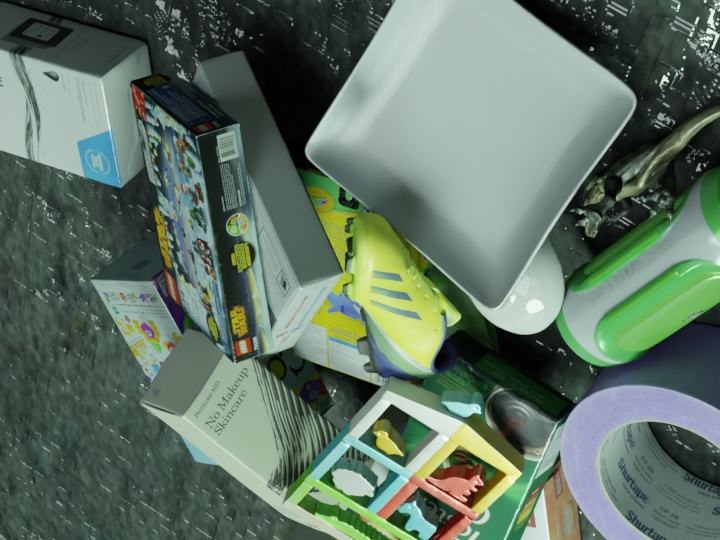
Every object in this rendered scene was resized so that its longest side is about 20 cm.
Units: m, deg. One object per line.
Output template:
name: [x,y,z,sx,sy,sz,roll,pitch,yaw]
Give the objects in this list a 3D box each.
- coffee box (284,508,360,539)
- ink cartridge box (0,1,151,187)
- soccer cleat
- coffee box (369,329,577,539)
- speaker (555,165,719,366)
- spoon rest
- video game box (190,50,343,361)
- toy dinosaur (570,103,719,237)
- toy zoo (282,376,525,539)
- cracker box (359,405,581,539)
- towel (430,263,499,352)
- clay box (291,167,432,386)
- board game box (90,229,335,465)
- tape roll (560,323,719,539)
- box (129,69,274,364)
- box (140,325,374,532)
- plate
coffee box: [0.022,0.317,1.934,0.113,0.080,0.200,-23,108,46]
ink cartridge box: [-0.275,-0.157,1.781,0.200,0.067,0.116,17,134,27]
soccer cleat: [0.033,0.017,1.571,0.084,0.065,0.200,-1,146,9]
coffee box: [0.091,0.162,1.699,0.123,0.044,0.200,33,125,18]
speaker: [0.227,-0.002,1.500,0.088,0.088,0.200,46,139,-3]
spoon rest: [0.090,-0.042,1.574,0.200,0.061,0.099,57,140,7]
video game box: [-0.089,-0.048,1.650,0.200,0.047,0.182,66,157,13]
toy dinosaur: [0.202,-0.065,1.464,0.047,0.088,0.200,44,140,-9]
toy zoo: [0.041,0.162,1.660,0.131,0.020,0.200,33,128,-11]
cracker box: [0.090,0.197,1.796,0.200,0.058,0.134,12,129,30]
towel: [0.014,0.001,1.721,0.200,0.031,0.149,4,128,33]
clay box: [0.000,0.000,1.672,0.115,0.048,0.200,18,133,20]
board game box: [-0.128,0.063,1.810,0.105,0.103,0.200,2,125,53]
tape roll: [0.262,0.145,1.598,0.200,0.085,0.200,22,136,23]
box: [-0.125,-0.043,1.625,0.137,0.040,0.200,39,143,55]
box: [-0.084,0.135,1.731,0.068,0.082,0.200,15,159,50]
plate: [0.082,-0.106,1.510,0.200,0.032,0.200,41,115,19]
